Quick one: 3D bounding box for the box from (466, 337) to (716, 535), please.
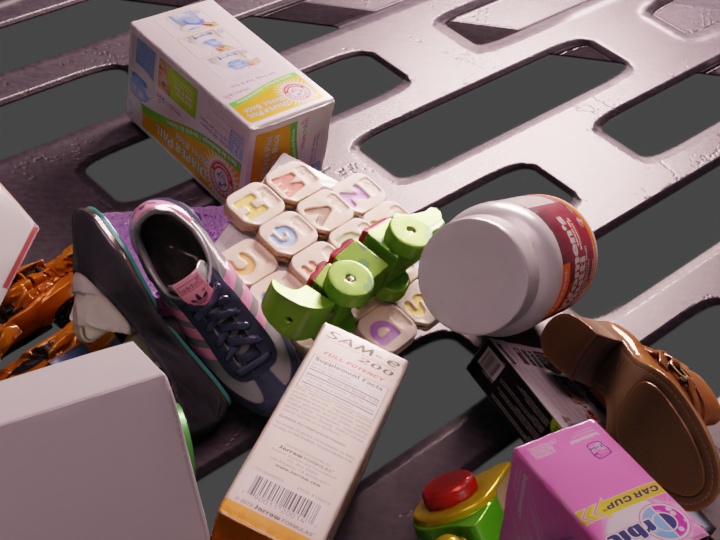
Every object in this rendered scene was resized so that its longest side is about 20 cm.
[{"bbox_3d":[0.176,0.136,1.022,0.110,0.035,0.200,14,29,-44],"label":"box"}]

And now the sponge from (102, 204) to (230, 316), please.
[{"bbox_3d":[-0.126,-0.012,1.174,0.198,0.030,0.112,-5,45,-17],"label":"sponge"}]

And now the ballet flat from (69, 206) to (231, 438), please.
[{"bbox_3d":[-0.175,0.049,1.003,0.073,0.201,0.073,-30,15,9],"label":"ballet flat"}]

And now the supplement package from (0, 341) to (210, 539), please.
[{"bbox_3d":[-0.212,0.135,0.831,0.198,0.118,0.117,-17,12,-17],"label":"supplement package"}]

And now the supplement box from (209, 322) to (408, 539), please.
[{"bbox_3d":[-0.043,0.150,0.920,0.073,0.127,0.200,24,39,5],"label":"supplement box"}]

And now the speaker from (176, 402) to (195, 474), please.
[{"bbox_3d":[-0.221,0.146,0.936,0.198,0.089,0.089,-8,44,-19],"label":"speaker"}]

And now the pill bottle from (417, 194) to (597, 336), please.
[{"bbox_3d":[0.124,-0.005,1.096,0.109,0.110,0.200,26,15,18],"label":"pill bottle"}]

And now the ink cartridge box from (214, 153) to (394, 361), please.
[{"bbox_3d":[-0.044,0.001,1.137,0.161,0.050,0.200,28,42,3],"label":"ink cartridge box"}]

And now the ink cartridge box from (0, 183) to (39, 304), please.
[{"bbox_3d":[-0.357,0.018,0.981,0.199,0.084,0.145,-21,33,25],"label":"ink cartridge box"}]

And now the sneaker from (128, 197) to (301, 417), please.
[{"bbox_3d":[-0.115,0.031,1.014,0.070,0.082,0.200,-38,86,2],"label":"sneaker"}]

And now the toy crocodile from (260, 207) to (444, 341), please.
[{"bbox_3d":[0.000,0.000,1.054,0.062,0.068,0.200,40,47,15],"label":"toy crocodile"}]

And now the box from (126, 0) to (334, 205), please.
[{"bbox_3d":[-0.130,-0.157,1.275,0.101,0.113,0.200,-24,51,-34],"label":"box"}]

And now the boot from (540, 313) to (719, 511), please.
[{"bbox_3d":[0.240,0.116,1.036,0.155,0.077,0.200,20,18,-45],"label":"boot"}]

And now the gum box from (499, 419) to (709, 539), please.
[{"bbox_3d":[0.144,0.213,0.847,0.066,0.201,0.114,-15,39,-25],"label":"gum box"}]

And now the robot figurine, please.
[{"bbox_3d":[-0.271,0.058,1.038,0.145,0.059,0.200,35,51,27],"label":"robot figurine"}]

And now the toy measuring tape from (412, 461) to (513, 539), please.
[{"bbox_3d":[0.088,0.170,0.994,0.073,0.074,0.200,23,26,15],"label":"toy measuring tape"}]

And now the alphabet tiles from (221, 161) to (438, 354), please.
[{"bbox_3d":[-0.019,-0.013,1.117,0.200,0.015,0.195,43,48,17],"label":"alphabet tiles"}]
